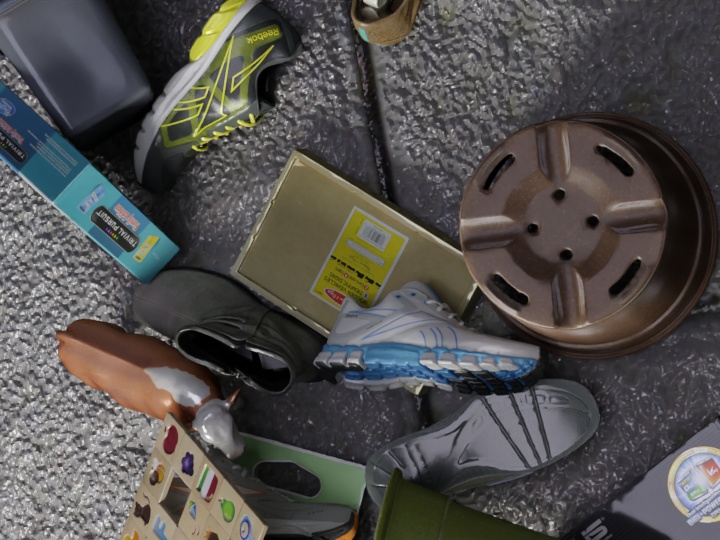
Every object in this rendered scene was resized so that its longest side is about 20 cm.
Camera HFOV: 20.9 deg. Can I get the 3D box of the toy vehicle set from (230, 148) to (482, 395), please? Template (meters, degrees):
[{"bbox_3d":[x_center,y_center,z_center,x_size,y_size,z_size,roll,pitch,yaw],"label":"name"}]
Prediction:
[{"bbox_3d":[0.000,0.000,1.641,0.200,0.027,0.124,33,103,17],"label":"toy vehicle set"}]

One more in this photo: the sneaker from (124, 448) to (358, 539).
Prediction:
[{"bbox_3d":[-0.100,0.192,1.631,0.200,0.076,0.092,-1,65,11],"label":"sneaker"}]

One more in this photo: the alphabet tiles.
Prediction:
[{"bbox_3d":[-0.147,0.240,1.553,0.167,0.008,0.200,42,117,46],"label":"alphabet tiles"}]

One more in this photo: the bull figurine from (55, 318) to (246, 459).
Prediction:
[{"bbox_3d":[-0.166,0.099,1.652,0.200,0.121,0.065,29,81,19],"label":"bull figurine"}]

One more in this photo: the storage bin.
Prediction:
[{"bbox_3d":[-0.232,-0.185,1.640,0.146,0.200,0.134,-32,92,-4],"label":"storage bin"}]

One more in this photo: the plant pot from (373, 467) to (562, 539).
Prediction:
[{"bbox_3d":[0.101,0.266,1.494,0.190,0.200,0.200,9,96,7],"label":"plant pot"}]

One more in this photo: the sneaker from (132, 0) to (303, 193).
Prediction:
[{"bbox_3d":[-0.122,-0.141,1.657,0.085,0.074,0.200,34,110,6],"label":"sneaker"}]

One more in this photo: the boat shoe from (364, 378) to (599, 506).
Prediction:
[{"bbox_3d":[0.102,0.142,1.594,0.202,0.065,0.074,-26,81,16],"label":"boat shoe"}]

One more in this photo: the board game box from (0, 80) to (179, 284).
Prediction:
[{"bbox_3d":[-0.248,-0.079,1.627,0.151,0.200,0.047,41,86,25],"label":"board game box"}]

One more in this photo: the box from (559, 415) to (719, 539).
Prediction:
[{"bbox_3d":[0.259,0.236,1.543,0.200,0.044,0.160,-40,79,18],"label":"box"}]

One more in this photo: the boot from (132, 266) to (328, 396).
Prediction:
[{"bbox_3d":[-0.123,0.047,1.634,0.200,0.131,0.068,19,98,19],"label":"boot"}]

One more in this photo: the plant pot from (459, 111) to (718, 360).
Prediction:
[{"bbox_3d":[0.163,-0.030,1.473,0.200,0.198,0.200,0,89,14],"label":"plant pot"}]

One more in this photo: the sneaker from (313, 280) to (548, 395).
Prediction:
[{"bbox_3d":[0.058,0.049,1.564,0.200,0.075,0.087,3,66,27],"label":"sneaker"}]

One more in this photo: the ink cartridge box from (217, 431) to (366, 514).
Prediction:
[{"bbox_3d":[-0.076,0.250,1.672,0.145,0.048,0.200,13,82,19],"label":"ink cartridge box"}]

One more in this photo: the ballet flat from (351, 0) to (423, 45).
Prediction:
[{"bbox_3d":[0.040,-0.280,1.590,0.068,0.072,0.200,28,101,18],"label":"ballet flat"}]
